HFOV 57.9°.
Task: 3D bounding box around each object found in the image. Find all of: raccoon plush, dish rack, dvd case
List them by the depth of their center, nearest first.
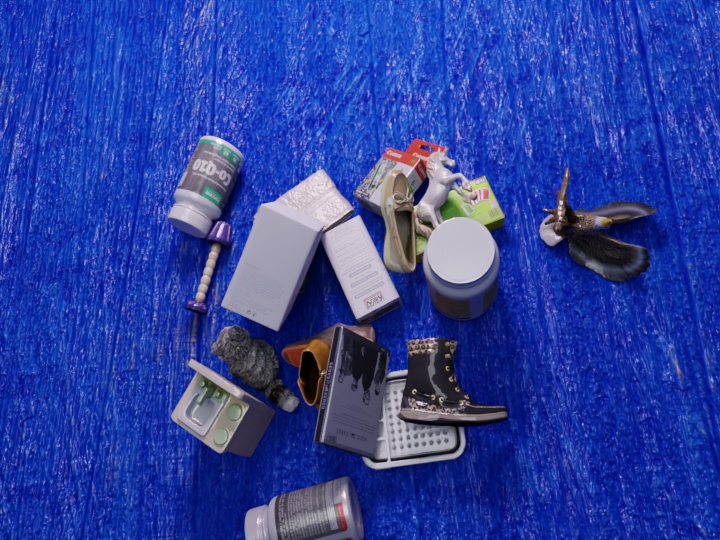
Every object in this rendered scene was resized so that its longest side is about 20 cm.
[{"bbox_3d":[-0.011,0.222,1.175,0.024,0.149,0.205,-5,65,40],"label":"dvd case"},{"bbox_3d":[0.094,0.279,1.232,0.194,0.044,0.176,-9,68,7],"label":"dish rack"},{"bbox_3d":[-0.200,0.181,1.273,0.197,0.134,0.098,28,76,19],"label":"raccoon plush"}]

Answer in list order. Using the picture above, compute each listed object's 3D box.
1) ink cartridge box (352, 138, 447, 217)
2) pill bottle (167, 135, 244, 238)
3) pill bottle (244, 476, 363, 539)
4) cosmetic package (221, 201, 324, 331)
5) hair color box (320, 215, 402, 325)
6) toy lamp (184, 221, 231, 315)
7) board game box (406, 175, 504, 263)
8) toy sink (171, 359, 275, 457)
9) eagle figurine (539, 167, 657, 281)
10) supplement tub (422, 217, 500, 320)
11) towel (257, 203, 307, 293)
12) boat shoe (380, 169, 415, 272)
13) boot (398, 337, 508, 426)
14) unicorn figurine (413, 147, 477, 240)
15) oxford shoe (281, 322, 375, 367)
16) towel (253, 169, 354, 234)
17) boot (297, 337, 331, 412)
[{"bbox_3d":[0.084,-0.211,1.387,0.108,0.050,0.201,28,77,46],"label":"ink cartridge box"},{"bbox_3d":[-0.344,-0.184,1.446,0.110,0.113,0.204,16,74,16],"label":"pill bottle"},{"bbox_3d":[-0.100,0.453,1.168,0.195,0.114,0.117,-16,68,4],"label":"pill bottle"},{"bbox_3d":[-0.161,-0.016,1.262,0.120,0.199,0.204,22,97,-3],"label":"cosmetic package"},{"bbox_3d":[0.000,0.000,1.342,0.097,0.061,0.203,-26,67,1],"label":"hair color box"},{"bbox_3d":[-0.326,-0.008,1.411,0.057,0.058,0.205,12,75,15],"label":"toy lamp"},{"bbox_3d":[0.188,-0.105,1.351,0.196,0.048,0.103,-23,67,1],"label":"board game box"},{"bbox_3d":[-0.264,0.266,1.220,0.128,0.201,0.114,27,76,18],"label":"toy sink"},{"bbox_3d":[0.462,-0.082,1.266,0.196,0.152,0.154,19,116,-13],"label":"eagle figurine"},{"bbox_3d":[0.191,-0.001,1.230,0.141,0.201,0.149,-3,69,9],"label":"supplement tub"},{"bbox_3d":[-0.172,-0.054,1.415,0.140,0.023,0.205,4,71,11],"label":"towel"},{"bbox_3d":[0.083,-0.098,1.293,0.062,0.072,0.207,2,90,50],"label":"boat shoe"},{"bbox_3d":[0.168,0.204,1.188,0.194,0.073,0.155,-2,70,15],"label":"boot"},{"bbox_3d":[0.166,-0.158,1.306,0.136,0.074,0.202,32,84,31],"label":"unicorn figurine"},{"bbox_3d":[-0.062,0.150,1.307,0.194,0.072,0.074,-6,41,11],"label":"oxford shoe"},{"bbox_3d":[-0.126,-0.118,1.399,0.198,0.035,0.133,-37,70,-5],"label":"towel"},{"bbox_3d":[-0.072,0.230,1.196,0.069,0.144,0.207,-9,95,12],"label":"boot"}]
